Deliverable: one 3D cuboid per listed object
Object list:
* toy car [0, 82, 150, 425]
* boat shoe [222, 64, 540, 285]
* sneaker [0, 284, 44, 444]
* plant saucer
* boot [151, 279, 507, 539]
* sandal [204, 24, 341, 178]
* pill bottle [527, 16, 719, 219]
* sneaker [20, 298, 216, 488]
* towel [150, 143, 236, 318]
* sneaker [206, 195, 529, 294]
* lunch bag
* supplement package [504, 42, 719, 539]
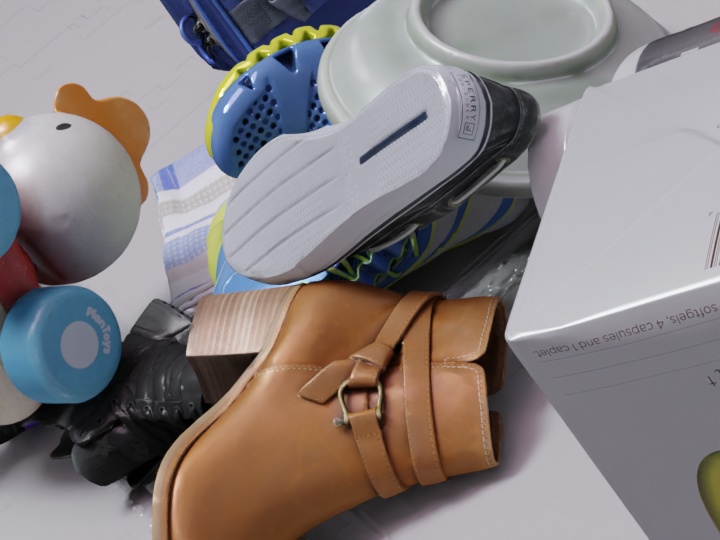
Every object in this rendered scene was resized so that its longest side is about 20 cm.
[{"bbox_3d":[-0.192,-0.038,1.339,0.184,0.177,0.200,-6,37,47],"label":"toy car"},{"bbox_3d":[0.009,-0.038,1.172,0.200,0.071,0.073,-24,64,49],"label":"boat shoe"},{"bbox_3d":[-0.230,0.046,1.465,0.099,0.070,0.200,-39,26,1],"label":"sneaker"},{"bbox_3d":[0.077,-0.113,1.262,0.199,0.050,0.201,0,37,0],"label":"plant saucer"},{"bbox_3d":[-0.011,0.093,1.134,0.154,0.074,0.201,0,65,15],"label":"boot"},{"bbox_3d":[0.013,-0.088,1.327,0.199,0.080,0.087,-15,37,-17],"label":"sandal"},{"bbox_3d":[0.180,-0.062,1.100,0.199,0.111,0.111,-19,32,31],"label":"pill bottle"},{"bbox_3d":[-0.106,0.078,1.284,0.104,0.060,0.200,-49,30,-8],"label":"sneaker"},{"bbox_3d":[-0.060,-0.047,1.460,0.146,0.024,0.200,-32,27,8],"label":"towel"},{"bbox_3d":[0.000,0.000,1.283,0.199,0.076,0.106,-13,53,38],"label":"sneaker"},{"bbox_3d":[-0.044,-0.210,1.570,0.200,0.136,0.132,-44,28,-15],"label":"lunch bag"},{"bbox_3d":[0.191,0.024,0.852,0.190,0.200,0.147,-18,33,34],"label":"supplement package"}]
